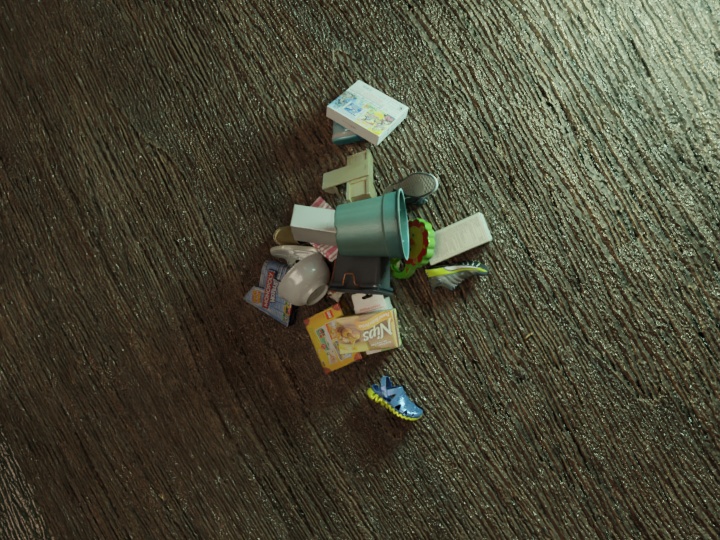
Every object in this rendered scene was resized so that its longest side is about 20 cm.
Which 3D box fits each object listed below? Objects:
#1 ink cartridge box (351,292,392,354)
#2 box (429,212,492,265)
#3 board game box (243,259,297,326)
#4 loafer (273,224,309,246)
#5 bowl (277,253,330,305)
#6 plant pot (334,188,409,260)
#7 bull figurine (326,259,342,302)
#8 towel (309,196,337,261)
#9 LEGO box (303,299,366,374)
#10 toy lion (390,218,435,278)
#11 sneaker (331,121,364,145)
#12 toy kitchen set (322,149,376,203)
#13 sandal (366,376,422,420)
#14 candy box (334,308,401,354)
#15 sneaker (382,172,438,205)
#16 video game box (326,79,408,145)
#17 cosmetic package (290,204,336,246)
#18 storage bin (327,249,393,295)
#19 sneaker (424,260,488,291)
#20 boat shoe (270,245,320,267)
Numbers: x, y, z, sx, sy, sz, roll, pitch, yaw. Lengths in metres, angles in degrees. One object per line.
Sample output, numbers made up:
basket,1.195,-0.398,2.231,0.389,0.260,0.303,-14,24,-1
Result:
ink cartridge box,0.052,0.161,1.727,0.115,0.067,0.205,-15,90,19
box,0.295,-0.096,1.612,0.197,0.078,0.097,-22,86,20
board game box,-0.312,0.071,1.857,0.196,0.062,0.205,14,99,18
loafer,-0.218,-0.123,1.803,0.195,0.067,0.078,-4,91,19
bowl,-0.167,0.049,1.722,0.090,0.200,0.202,45,107,20
plant pot,0.033,-0.124,1.510,0.191,0.200,0.205,-4,93,12
bull figurine,-0.051,0.012,1.755,0.119,0.065,0.205,8,98,17
towel,-0.114,-0.139,1.741,0.199,0.030,0.146,41,72,15
LEGO box,-0.083,0.225,1.776,0.147,0.077,0.204,-25,86,19
toy lion,0.149,-0.066,1.620,0.191,0.068,0.204,34,115,48
sneaker,-0.004,-0.490,1.693,0.195,0.079,0.134,-8,84,12
toy kitchen set,-0.017,-0.246,1.719,0.160,0.181,0.203,-13,50,17
sandal,0.118,0.418,1.721,0.197,0.079,0.088,28,100,14
candy box,0.023,0.194,1.671,0.195,0.055,0.118,-9,91,15
sneaker,0.186,-0.247,1.595,0.200,0.144,0.079,-6,89,47
video game box,0.022,-0.495,1.636,0.198,0.183,0.047,33,144,14
cosmetic package,-0.118,-0.139,1.669,0.195,0.113,0.083,10,69,3
storage bin,0.000,0.000,1.630,0.196,0.145,0.138,1,82,29
sneaker,0.301,0.019,1.631,0.196,0.074,0.083,-6,102,26
boat shoe,-0.223,-0.045,1.806,0.196,0.070,0.073,3,80,17
